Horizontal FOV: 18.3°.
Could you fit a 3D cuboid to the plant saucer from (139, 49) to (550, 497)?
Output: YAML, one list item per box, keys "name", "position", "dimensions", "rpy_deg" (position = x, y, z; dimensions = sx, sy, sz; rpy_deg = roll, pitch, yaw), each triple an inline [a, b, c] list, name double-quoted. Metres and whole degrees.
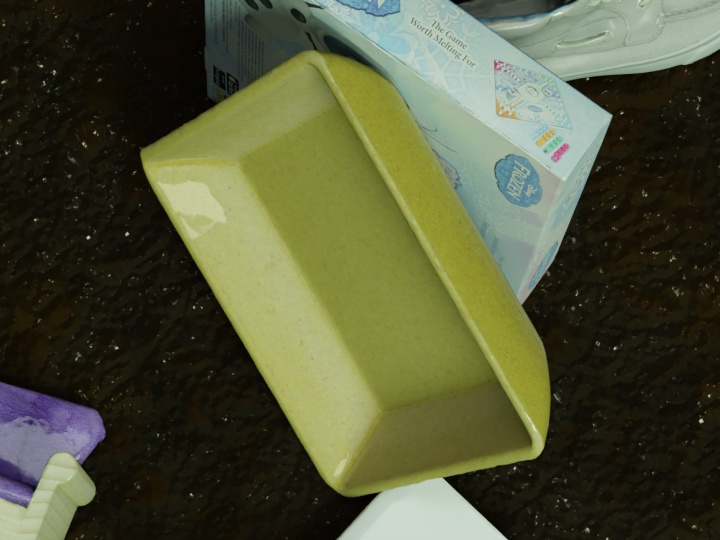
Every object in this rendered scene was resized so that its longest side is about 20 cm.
- name: "plant saucer"
  position: [0.000, 0.000, 1.036]
  dimensions: [0.048, 0.200, 0.201]
  rpy_deg: [-33, 96, -29]

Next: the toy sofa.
- name: "toy sofa"
  position: [-0.228, 0.076, 1.085]
  dimensions: [0.199, 0.083, 0.098]
  rpy_deg: [21, 78, 5]

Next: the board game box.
- name: "board game box"
  position: [0.015, -0.079, 1.065]
  dimensions: [0.199, 0.200, 0.043]
  rpy_deg: [37, 74, 8]

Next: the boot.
- name: "boot"
  position: [0.125, -0.141, 1.135]
  dimensions: [0.199, 0.096, 0.074]
  rpy_deg: [-19, 76, -5]

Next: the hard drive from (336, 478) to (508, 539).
- name: "hard drive"
  position: [0.007, 0.207, 1.076]
  dimensions: [0.132, 0.025, 0.200]
  rpy_deg: [43, 79, 4]
